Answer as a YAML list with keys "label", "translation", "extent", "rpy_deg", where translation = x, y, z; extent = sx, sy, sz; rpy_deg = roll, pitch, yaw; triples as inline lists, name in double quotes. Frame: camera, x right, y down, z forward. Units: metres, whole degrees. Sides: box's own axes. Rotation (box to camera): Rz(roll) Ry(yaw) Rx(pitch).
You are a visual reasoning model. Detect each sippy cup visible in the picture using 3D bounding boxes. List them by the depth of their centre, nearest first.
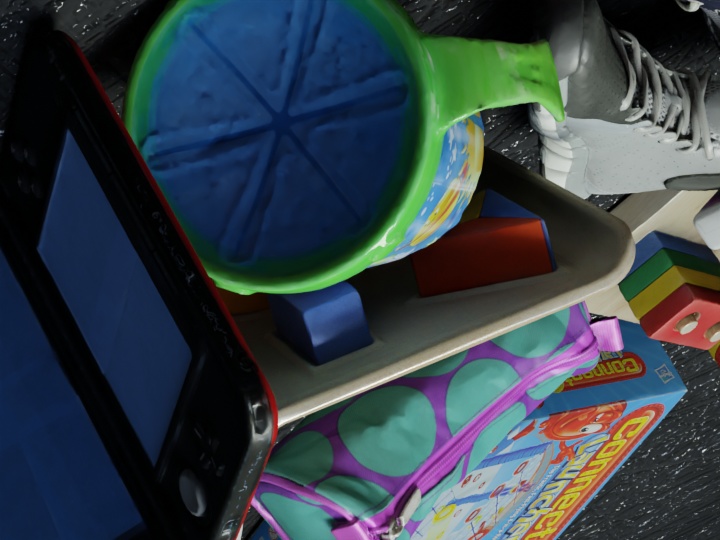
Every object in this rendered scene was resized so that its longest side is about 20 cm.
- label: "sippy cup"
  translation: [-0.012, -0.056, 1.217]
  extent: [0.130, 0.178, 0.140]
  rpy_deg: [7, 105, -68]

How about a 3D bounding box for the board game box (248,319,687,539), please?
- label: "board game box"
  translation: [0.057, 0.117, 1.684]
  extent: [0.195, 0.056, 0.200]
  rpy_deg: [-8, 147, -38]

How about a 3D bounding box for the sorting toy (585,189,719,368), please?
- label: "sorting toy"
  translation: [0.232, -0.018, 1.606]
  extent: [0.200, 0.070, 0.199]
  rpy_deg: [-41, 153, 22]

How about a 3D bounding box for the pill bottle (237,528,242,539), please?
- label: "pill bottle"
  translation: [-0.123, 0.137, 1.460]
  extent: [0.114, 0.114, 0.200]
  rpy_deg: [-14, 150, -30]

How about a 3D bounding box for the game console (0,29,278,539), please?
- label: "game console"
  translation: [-0.137, 0.038, 1.156]
  extent: [0.118, 0.200, 0.173]
  rpy_deg: [-18, 153, -26]

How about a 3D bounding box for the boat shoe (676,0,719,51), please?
- label: "boat shoe"
  translation: [0.136, -0.145, 1.279]
  extent: [0.093, 0.075, 0.200]
  rpy_deg: [-22, 146, -4]

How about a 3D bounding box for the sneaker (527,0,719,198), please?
- label: "sneaker"
  translation: [0.136, -0.084, 1.331]
  extent: [0.115, 0.075, 0.200]
  rpy_deg: [2, 165, 7]

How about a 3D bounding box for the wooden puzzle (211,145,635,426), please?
- label: "wooden puzzle"
  translation: [0.000, 0.000, 1.320]
  extent: [0.200, 0.185, 0.046]
  rpy_deg: [-26, 113, -13]

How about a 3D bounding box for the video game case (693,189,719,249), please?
- label: "video game case"
  translation: [0.269, -0.091, 1.372]
  extent: [0.200, 0.024, 0.182]
  rpy_deg: [-25, -166, 45]

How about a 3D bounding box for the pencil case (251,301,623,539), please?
- label: "pencil case"
  translation: [0.036, 0.074, 1.480]
  extent: [0.200, 0.092, 0.085]
  rpy_deg: [-43, 132, -29]
